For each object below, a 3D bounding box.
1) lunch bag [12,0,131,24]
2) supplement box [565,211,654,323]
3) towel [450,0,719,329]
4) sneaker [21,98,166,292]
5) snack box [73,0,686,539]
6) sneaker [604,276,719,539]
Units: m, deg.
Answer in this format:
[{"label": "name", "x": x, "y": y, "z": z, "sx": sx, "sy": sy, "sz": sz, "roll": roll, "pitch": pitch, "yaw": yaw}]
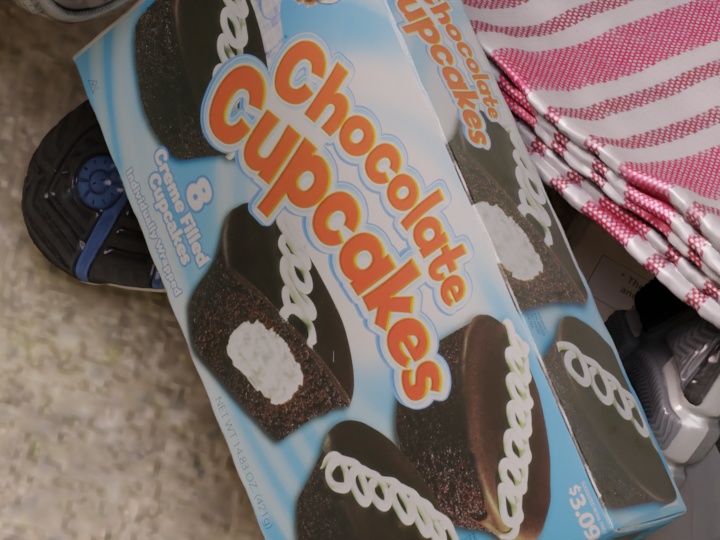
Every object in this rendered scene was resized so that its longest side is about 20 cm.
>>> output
[{"label": "lunch bag", "x": -0.120, "y": -0.160, "z": 0.788, "sx": 0.199, "sy": 0.139, "sz": 0.168, "roll": 13, "pitch": 68, "yaw": 34}, {"label": "supplement box", "x": 0.143, "y": -0.023, "z": 0.857, "sx": 0.126, "sy": 0.074, "sz": 0.200, "roll": 31, "pitch": 70, "yaw": 1}, {"label": "towel", "x": 0.104, "y": -0.061, "z": 0.760, "sx": 0.146, "sy": 0.030, "sz": 0.200, "roll": -24, "pitch": 52, "yaw": -33}, {"label": "sneaker", "x": -0.006, "y": -0.033, "z": 0.839, "sx": 0.199, "sy": 0.077, "sz": 0.076, "roll": -12, "pitch": 77, "yaw": 5}, {"label": "snack box", "x": 0.000, "y": 0.000, "z": 0.744, "sx": 0.037, "sy": 0.116, "sz": 0.201, "roll": -7, "pitch": 69, "yaw": -49}, {"label": "sneaker", "x": 0.096, "y": 0.087, "z": 0.780, "sx": 0.115, "sy": 0.200, "sz": 0.075, "roll": 30, "pitch": 25, "yaw": -17}]
